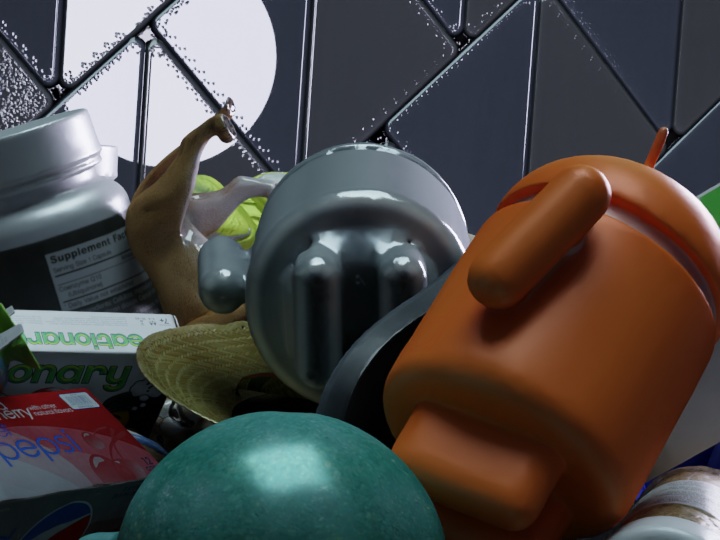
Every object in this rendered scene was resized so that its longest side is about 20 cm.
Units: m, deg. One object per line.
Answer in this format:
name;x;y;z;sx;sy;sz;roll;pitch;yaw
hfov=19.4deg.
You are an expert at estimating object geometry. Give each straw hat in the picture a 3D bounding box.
straw hat;-0.027;0.098;1.076;0.201;0.085;0.201;14;16;-4

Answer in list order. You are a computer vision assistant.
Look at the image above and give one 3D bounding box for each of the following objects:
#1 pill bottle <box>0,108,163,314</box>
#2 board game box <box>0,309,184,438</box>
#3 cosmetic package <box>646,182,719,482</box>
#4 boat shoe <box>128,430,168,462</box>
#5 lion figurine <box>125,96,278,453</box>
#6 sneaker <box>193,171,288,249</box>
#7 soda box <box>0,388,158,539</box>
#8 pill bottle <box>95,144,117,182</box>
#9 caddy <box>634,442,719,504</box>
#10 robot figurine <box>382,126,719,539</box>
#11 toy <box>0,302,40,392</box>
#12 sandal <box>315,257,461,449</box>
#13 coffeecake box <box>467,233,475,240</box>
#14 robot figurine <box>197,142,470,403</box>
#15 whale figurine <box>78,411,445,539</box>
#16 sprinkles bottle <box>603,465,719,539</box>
pill bottle;-0.181;0.013;1.259;0.114;0.200;0.114;-16;9;3
board game box;-0.204;0.073;1.108;0.200;0.126;0.035;2;44;-28
cosmetic package;0.152;0.034;1.030;0.200;0.085;0.108;-30;17;9
boat shoe;-0.179;0.100;1.038;0.200;0.072;0.072;3;4;-24
lion figurine;-0.094;0.008;1.209;0.122;0.200;0.072;-27;-29;20
sneaker;-0.038;-0.009;1.309;0.200;0.076;0.105;6;-40;-6
soda box;-0.174;0.100;0.898;0.063;0.070;0.200;44;20;22
pill bottle;-0.206;0.016;1.369;0.112;0.200;0.112;4;3;0
caddy;0.244;0.113;1.101;0.200;0.105;0.141;3;27;-12
robot figurine;0.086;0.031;0.891;0.144;0.200;0.117;47;-33;-20
toy;-0.231;0.089;0.954;0.200;0.047;0.115;-36;11;-7
sandal;0.042;0.042;0.956;0.043;0.076;0.200;17;49;33
coffeecake box;0.070;0.056;1.255;0.153;0.073;0.200;17;-24;-17
robot figurine;0.000;0.000;1.069;0.169;0.113;0.200;3;16;0
whale figurine;-0.040;0.105;0.840;0.159;0.104;0.200;3;0;-14
sprinkles bottle;0.140;0.130;0.925;0.068;0.068;0.200;5;3;13
